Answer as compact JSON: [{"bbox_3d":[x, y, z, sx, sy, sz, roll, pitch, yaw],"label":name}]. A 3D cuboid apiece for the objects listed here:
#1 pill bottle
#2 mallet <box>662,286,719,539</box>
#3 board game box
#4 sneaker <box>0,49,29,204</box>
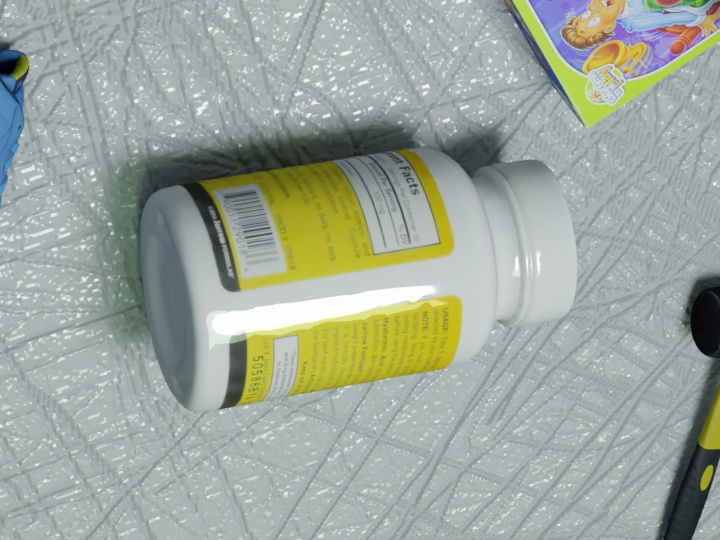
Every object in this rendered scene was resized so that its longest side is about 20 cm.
[{"bbox_3d":[0.000,0.000,1.425,0.199,0.111,0.112,-9,124,-16],"label":"pill bottle"},{"bbox_3d":[0.206,0.089,1.622,0.066,0.041,0.201,-9,129,-20],"label":"mallet"},{"bbox_3d":[0.116,-0.182,1.396,0.134,0.045,0.200,-34,128,1],"label":"board game box"},{"bbox_3d":[-0.182,-0.051,1.346,0.078,0.066,0.201,-16,126,-17],"label":"sneaker"}]
